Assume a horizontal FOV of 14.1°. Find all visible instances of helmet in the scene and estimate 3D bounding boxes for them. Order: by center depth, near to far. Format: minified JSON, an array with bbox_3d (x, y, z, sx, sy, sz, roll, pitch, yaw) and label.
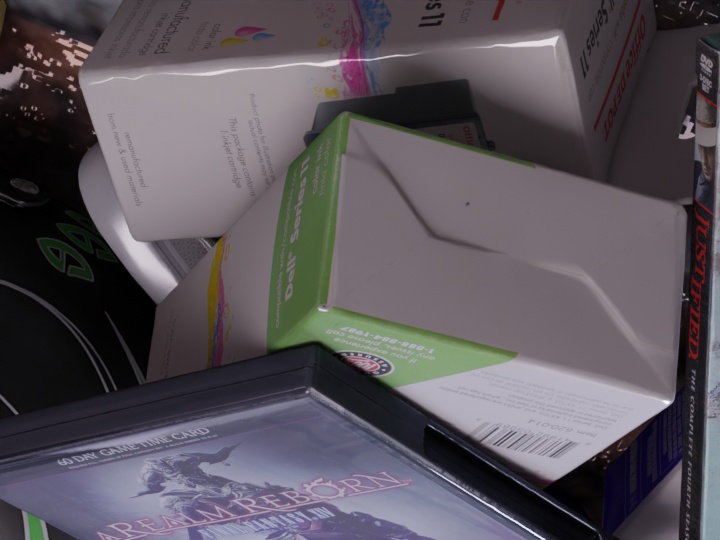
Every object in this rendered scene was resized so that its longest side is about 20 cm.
[{"bbox_3d":[-0.138,0.076,1.063,0.191,0.200,0.200,47,126,-6],"label":"helmet"}]

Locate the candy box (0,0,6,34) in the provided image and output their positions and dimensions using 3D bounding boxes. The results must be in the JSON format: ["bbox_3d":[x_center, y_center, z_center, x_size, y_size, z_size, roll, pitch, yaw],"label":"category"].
[{"bbox_3d":[-0.241,-0.092,1.036,0.199,0.055,0.115,-7,148,22],"label":"candy box"}]

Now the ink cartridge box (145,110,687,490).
[{"bbox_3d":[0.003,0.031,0.910,0.117,0.068,0.200,15,153,-20],"label":"ink cartridge box"}]

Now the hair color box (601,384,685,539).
[{"bbox_3d":[0.184,0.044,0.978,0.109,0.065,0.200,37,112,-9],"label":"hair color box"}]

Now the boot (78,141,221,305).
[{"bbox_3d":[0.000,0.000,1.044,0.200,0.074,0.095,40,121,-22],"label":"boot"}]

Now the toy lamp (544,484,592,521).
[{"bbox_3d":[0.007,0.149,1.149,0.058,0.058,0.200,43,125,-13],"label":"toy lamp"}]

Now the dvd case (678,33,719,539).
[{"bbox_3d":[0.170,0.018,0.900,0.145,0.022,0.201,-5,113,-13],"label":"dvd case"}]

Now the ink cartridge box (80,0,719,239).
[{"bbox_3d":[0.026,-0.072,0.936,0.199,0.117,0.068,-3,123,19],"label":"ink cartridge box"}]

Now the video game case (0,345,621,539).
[{"bbox_3d":[-0.009,0.081,0.916,0.142,0.019,0.200,-14,148,35],"label":"video game case"}]
